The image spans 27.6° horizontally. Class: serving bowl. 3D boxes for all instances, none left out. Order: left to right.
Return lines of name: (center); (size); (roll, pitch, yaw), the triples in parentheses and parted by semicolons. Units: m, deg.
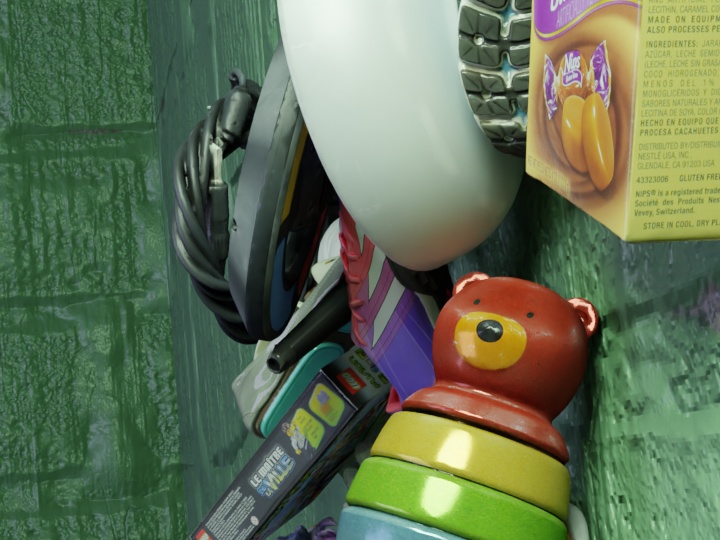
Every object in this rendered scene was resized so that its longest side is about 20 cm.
serving bowl: (0.036, -0.105, 0.728); (0.200, 0.065, 0.201); (43, -141, -49)

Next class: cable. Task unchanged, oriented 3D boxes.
cable: (-0.068, -0.030, 1.022); (0.200, 0.050, 0.164); (62, -146, -51)

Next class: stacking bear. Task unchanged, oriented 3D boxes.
stacking bear: (0.049, 0.098, 0.686); (0.114, 0.121, 0.201); (41, -114, -61)

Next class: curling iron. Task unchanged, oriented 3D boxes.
curling iron: (0.000, 0.000, 0.854); (0.200, 0.025, 0.050); (-45, -45, -43)

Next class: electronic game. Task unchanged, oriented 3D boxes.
electronic game: (-0.029, -0.060, 0.790); (0.200, 0.041, 0.201); (14, -90, -85)

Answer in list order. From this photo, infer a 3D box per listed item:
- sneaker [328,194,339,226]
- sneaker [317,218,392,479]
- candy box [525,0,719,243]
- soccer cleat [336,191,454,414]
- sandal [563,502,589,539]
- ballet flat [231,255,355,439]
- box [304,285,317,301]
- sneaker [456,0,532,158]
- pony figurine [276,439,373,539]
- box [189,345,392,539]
sneaker: (-0.030, -0.105, 1.130); (0.112, 0.073, 0.201); (-168, 76, -78)
sneaker: (0.003, 0.059, 1.046); (0.080, 0.070, 0.202); (180, 87, -74)
candy box: (0.108, -0.122, 0.563); (0.117, 0.056, 0.201); (-128, 38, -69)
soccer cleat: (0.016, 0.007, 0.794); (0.068, 0.073, 0.201); (-73, -35, -46)
sandal: (0.071, 0.159, 0.793); (0.207, 0.059, 0.080); (178, 88, -77)
ballet flat: (-0.024, 0.029, 0.985); (0.200, 0.067, 0.064); (-51, 49, 23)
box: (-0.051, 0.063, 1.273); (0.050, 0.075, 0.201); (163, 102, -77)
sneaker: (0.085, -0.152, 0.671); (0.090, 0.078, 0.201); (-53, -38, -75)
pony figurine: (-0.003, 0.229, 1.002); (0.194, 0.166, 0.200); (55, 165, -7)
box: (-0.030, 0.115, 0.978); (0.035, 0.110, 0.200); (46, 130, 11)
